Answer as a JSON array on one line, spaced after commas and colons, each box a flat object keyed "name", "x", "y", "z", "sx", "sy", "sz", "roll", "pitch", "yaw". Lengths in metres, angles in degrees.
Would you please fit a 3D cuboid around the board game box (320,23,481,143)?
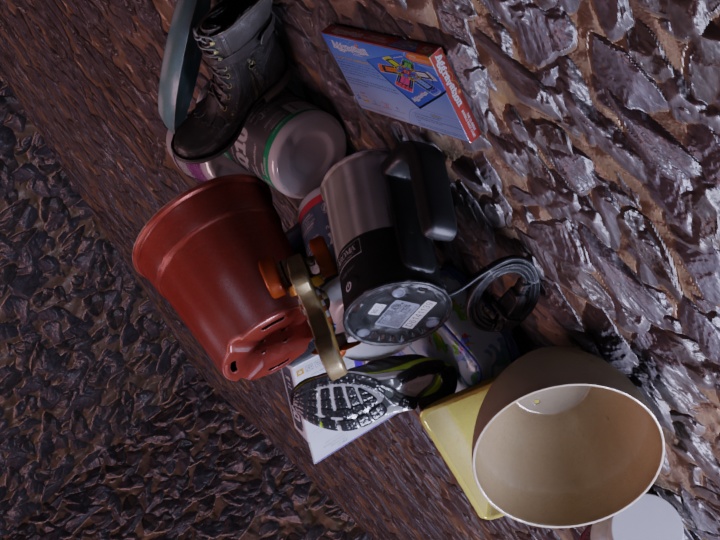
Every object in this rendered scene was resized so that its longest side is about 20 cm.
[{"name": "board game box", "x": 0.038, "y": -0.193, "z": 1.204, "sx": 0.200, "sy": 0.019, "sz": 0.103, "roll": 28, "pitch": 155, "yaw": 53}]

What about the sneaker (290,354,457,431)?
[{"name": "sneaker", "x": 0.011, "y": 0.142, "z": 1.420, "sx": 0.081, "sy": 0.200, "sz": 0.074, "roll": -157, "pitch": 63, "yaw": -70}]

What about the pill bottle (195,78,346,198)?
[{"name": "pill bottle", "x": -0.118, "y": -0.176, "z": 1.494, "sx": 0.200, "sy": 0.113, "sz": 0.113, "roll": 34, "pitch": 158, "yaw": 44}]

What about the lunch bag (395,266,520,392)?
[{"name": "lunch bag", "x": 0.111, "y": 0.096, "z": 1.499, "sx": 0.161, "sy": 0.082, "sz": 0.200, "roll": 50, "pitch": 154, "yaw": 20}]

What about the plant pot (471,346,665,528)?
[{"name": "plant pot", "x": 0.214, "y": 0.160, "z": 1.287, "sx": 0.200, "sy": 0.200, "sz": 0.135, "roll": 59, "pitch": -165, "yaw": -30}]

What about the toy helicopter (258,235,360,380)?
[{"name": "toy helicopter", "x": -0.043, "y": 0.062, "z": 1.291, "sx": 0.200, "sy": 0.079, "sz": 0.132, "roll": -112, "pitch": 0, "yaw": -60}]

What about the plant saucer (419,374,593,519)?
[{"name": "plant saucer", "x": 0.196, "y": 0.188, "z": 1.414, "sx": 0.200, "sy": 0.200, "sz": 0.048, "roll": 59, "pitch": -165, "yaw": -30}]

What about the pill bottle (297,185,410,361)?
[{"name": "pill bottle", "x": 0.000, "y": 0.000, "z": 1.426, "sx": 0.120, "sy": 0.119, "sz": 0.200, "roll": 80, "pitch": 176, "yaw": -61}]

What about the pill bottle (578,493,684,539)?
[{"name": "pill bottle", "x": 0.332, "y": 0.340, "z": 1.461, "sx": 0.113, "sy": 0.113, "sz": 0.200, "roll": 44, "pitch": 164, "yaw": 18}]

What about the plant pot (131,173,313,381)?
[{"name": "plant pot", "x": -0.151, "y": 0.019, "z": 1.485, "sx": 0.195, "sy": 0.201, "sz": 0.201, "roll": 55, "pitch": 168, "yaw": 24}]

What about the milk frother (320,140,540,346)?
[{"name": "milk frother", "x": 0.076, "y": -0.026, "z": 1.305, "sx": 0.200, "sy": 0.180, "sz": 0.188, "roll": 27, "pitch": -139, "yaw": -40}]

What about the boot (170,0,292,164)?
[{"name": "boot", "x": -0.161, "y": -0.230, "z": 1.354, "sx": 0.069, "sy": 0.200, "sz": 0.174, "roll": 39, "pitch": 169, "yaw": 20}]

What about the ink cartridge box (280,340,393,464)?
[{"name": "ink cartridge box", "x": -0.015, "y": 0.162, "z": 1.759, "sx": 0.043, "sy": 0.198, "sz": 0.200, "roll": 37, "pitch": 147, "yaw": 44}]

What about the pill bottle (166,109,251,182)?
[{"name": "pill bottle", "x": -0.213, "y": -0.181, "z": 1.743, "sx": 0.112, "sy": 0.112, "sz": 0.200, "roll": 58, "pitch": 163, "yaw": -26}]

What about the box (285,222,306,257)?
[{"name": "box", "x": -0.089, "y": 0.018, "z": 1.707, "sx": 0.123, "sy": 0.198, "sz": 0.200, "roll": 52, "pitch": 164, "yaw": -11}]

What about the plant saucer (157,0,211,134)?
[{"name": "plant saucer", "x": -0.213, "y": -0.264, "z": 1.433, "sx": 0.027, "sy": 0.200, "sz": 0.200, "roll": 13, "pitch": 164, "yaw": -4}]
